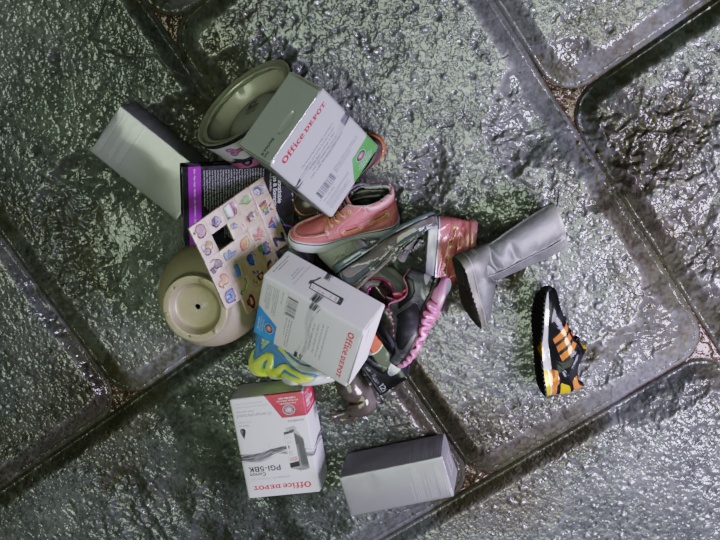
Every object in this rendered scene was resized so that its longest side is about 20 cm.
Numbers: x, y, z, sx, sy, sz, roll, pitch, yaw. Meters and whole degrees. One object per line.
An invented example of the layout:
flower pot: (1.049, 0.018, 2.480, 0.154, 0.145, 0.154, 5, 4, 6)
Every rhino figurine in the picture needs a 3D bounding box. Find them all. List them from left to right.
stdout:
rhino figurine: (-0.037, 0.187, 1.754, 0.087, 0.060, 0.202, -21, 99, 17)

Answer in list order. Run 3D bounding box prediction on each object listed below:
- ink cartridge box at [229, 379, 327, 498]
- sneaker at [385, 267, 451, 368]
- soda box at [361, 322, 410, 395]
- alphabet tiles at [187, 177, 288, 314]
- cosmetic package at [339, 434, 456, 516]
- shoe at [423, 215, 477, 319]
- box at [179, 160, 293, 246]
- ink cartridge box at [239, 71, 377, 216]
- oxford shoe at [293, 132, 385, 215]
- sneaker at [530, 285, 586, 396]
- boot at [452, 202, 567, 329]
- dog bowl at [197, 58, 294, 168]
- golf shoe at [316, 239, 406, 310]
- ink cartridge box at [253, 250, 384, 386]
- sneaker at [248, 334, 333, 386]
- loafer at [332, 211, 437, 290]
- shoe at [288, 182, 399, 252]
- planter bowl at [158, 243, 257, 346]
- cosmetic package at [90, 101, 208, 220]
ink cartridge box: (-0.151, 0.314, 1.789, 0.145, 0.083, 0.202, -8, 102, 9)
sneaker: (0.080, 0.077, 1.637, 0.095, 0.079, 0.201, 25, 121, 3)
soda box: (0.008, 0.120, 1.724, 0.063, 0.071, 0.201, -33, 97, 15)
alphabet tiles: (-0.195, -0.033, 1.648, 0.008, 0.167, 0.202, 16, 135, 46)
cosmetic package: (0.069, 0.374, 1.754, 0.198, 0.107, 0.091, -16, 102, 14)
shoe: (0.156, 0.003, 1.673, 0.090, 0.072, 0.202, 3, 110, -1)
box: (-0.213, -0.120, 1.666, 0.198, 0.036, 0.145, -4, 113, -17)
ink cartridge box: (-0.079, -0.200, 1.531, 0.084, 0.200, 0.147, 33, 86, 35)
oxford shoe: (-0.044, -0.166, 1.659, 0.200, 0.073, 0.071, -41, 95, 15)
sneaker: (0.354, 0.121, 1.683, 0.089, 0.070, 0.203, -6, 104, -6)
boot: (0.264, -0.007, 1.648, 0.199, 0.073, 0.183, -29, 136, -14)
dog bowl: (-0.175, -0.257, 1.601, 0.199, 0.201, 0.074, -33, 125, 15)
golf shoe: (0.000, 0.000, 1.686, 0.199, 0.092, 0.076, 34, 108, 0)
ink cartridge box: (-0.073, 0.083, 1.636, 0.199, 0.084, 0.147, 29, 133, 12)
sneaker: (-0.127, 0.147, 1.722, 0.198, 0.075, 0.106, 4, 94, 36)
loafer: (0.050, -0.029, 1.621, 0.199, 0.072, 0.063, -29, 85, 13)
shoe: (-0.033, -0.096, 1.643, 0.198, 0.072, 0.091, -11, 140, 0)
planter bowl: (-0.279, 0.050, 1.716, 0.198, 0.135, 0.203, 2, 104, 8)
cosmetic package: (-0.362, -0.195, 1.693, 0.199, 0.090, 0.107, 40, 105, -6)
